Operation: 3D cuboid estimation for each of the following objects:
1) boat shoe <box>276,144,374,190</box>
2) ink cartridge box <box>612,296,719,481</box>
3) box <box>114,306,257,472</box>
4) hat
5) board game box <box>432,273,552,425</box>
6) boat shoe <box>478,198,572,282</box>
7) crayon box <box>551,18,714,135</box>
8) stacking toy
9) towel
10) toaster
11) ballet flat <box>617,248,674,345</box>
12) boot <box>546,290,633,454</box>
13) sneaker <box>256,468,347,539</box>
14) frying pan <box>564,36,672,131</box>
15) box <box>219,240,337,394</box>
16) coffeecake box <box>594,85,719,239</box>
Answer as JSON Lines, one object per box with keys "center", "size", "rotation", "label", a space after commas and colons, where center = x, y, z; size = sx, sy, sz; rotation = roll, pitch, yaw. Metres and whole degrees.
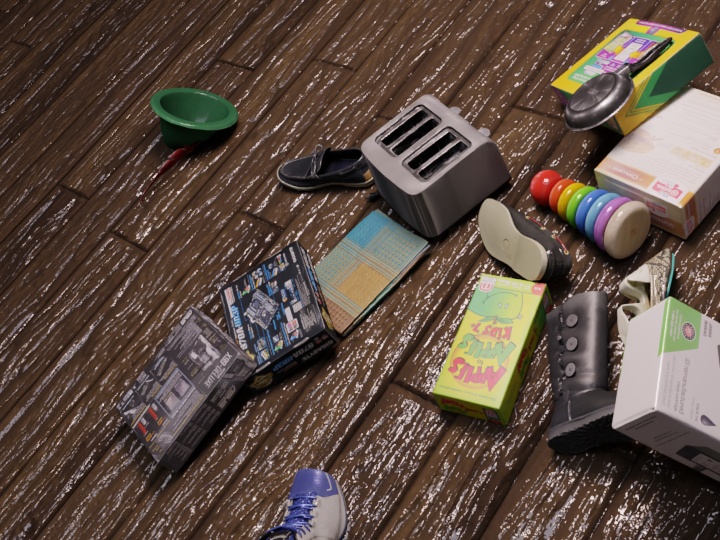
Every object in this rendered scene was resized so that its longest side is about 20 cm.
{"center": [-0.063, -0.183, 1.616], "size": [0.197, 0.062, 0.076], "rotation": [3, 57, 28], "label": "boat shoe"}
{"center": [0.399, 0.145, 1.046], "size": [0.197, 0.084, 0.147], "rotation": [26, 59, -10], "label": "ink cartridge box"}
{"center": [-0.267, 0.176, 1.401], "size": [0.157, 0.050, 0.201], "rotation": [33, 85, 43], "label": "box"}
{"center": [-0.352, -0.247, 1.832], "size": [0.197, 0.178, 0.166], "rotation": [-4, 37, -28], "label": "hat"}
{"center": [0.185, 0.105, 1.279], "size": [0.100, 0.048, 0.202], "rotation": [10, 59, 30], "label": "board game box"}
{"center": [0.238, -0.044, 1.367], "size": [0.062, 0.075, 0.202], "rotation": [2, 27, -26], "label": "boat shoe"}
{"center": [0.416, -0.305, 1.434], "size": [0.172, 0.058, 0.200], "rotation": [-40, 25, 2], "label": "crayon box"}
{"center": [0.326, -0.097, 1.355], "size": [0.085, 0.086, 0.200], "rotation": [-41, 44, -10], "label": "stacking toy"}
{"center": [0.000, 0.000, 1.469], "size": [0.200, 0.022, 0.146], "rotation": [-45, 48, -10], "label": "towel"}
{"center": [0.111, -0.165, 1.480], "size": [0.199, 0.119, 0.181], "rotation": [-37, 47, -6], "label": "toaster"}
{"center": [0.376, 0.050, 1.214], "size": [0.074, 0.068, 0.203], "rotation": [10, 58, 3], "label": "ballet flat"}
{"center": [0.309, 0.117, 1.174], "size": [0.163, 0.065, 0.202], "rotation": [-23, 41, 38], "label": "boot"}
{"center": [-0.076, 0.338, 1.171], "size": [0.079, 0.116, 0.202], "rotation": [-7, 51, 18], "label": "sneaker"}
{"center": [0.376, -0.270, 1.340], "size": [0.189, 0.031, 0.116], "rotation": [-33, 28, 23], "label": "frying pan"}
{"center": [-0.132, 0.069, 1.443], "size": [0.158, 0.046, 0.202], "rotation": [-32, 46, 11], "label": "box"}
{"center": [0.465, -0.164, 1.342], "size": [0.200, 0.073, 0.153], "rotation": [-45, 48, -13], "label": "coffeecake box"}
